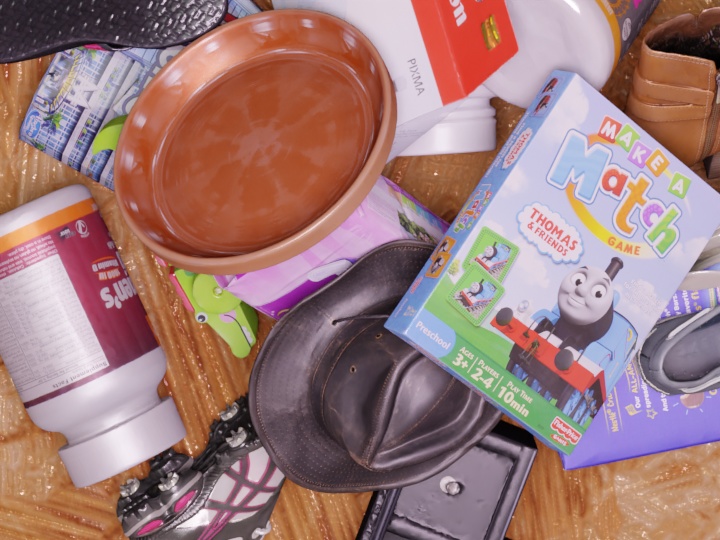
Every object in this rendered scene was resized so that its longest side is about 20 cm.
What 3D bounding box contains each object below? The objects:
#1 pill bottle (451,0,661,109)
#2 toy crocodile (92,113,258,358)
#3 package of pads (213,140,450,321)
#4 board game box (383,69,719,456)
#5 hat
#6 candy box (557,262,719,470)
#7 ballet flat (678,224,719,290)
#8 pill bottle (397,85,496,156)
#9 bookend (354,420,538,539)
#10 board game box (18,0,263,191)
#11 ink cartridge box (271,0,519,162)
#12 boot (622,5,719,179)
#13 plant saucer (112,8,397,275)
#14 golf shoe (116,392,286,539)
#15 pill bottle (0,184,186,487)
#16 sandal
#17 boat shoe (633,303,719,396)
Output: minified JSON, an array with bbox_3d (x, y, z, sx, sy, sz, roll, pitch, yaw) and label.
[{"bbox_3d":[0.152,-0.207,1.312,0.116,0.116,0.200,36,51,-1],"label":"pill bottle"},{"bbox_3d":[-0.125,-0.024,1.370,0.061,0.068,0.201,-21,119,9],"label":"toy crocodile"},{"bbox_3d":[0.000,0.000,1.339,0.120,0.076,0.200,-34,137,23],"label":"package of pads"},{"bbox_3d":[0.130,-0.004,1.244,0.151,0.037,0.200,36,83,-23],"label":"board game box"},{"bbox_3d":[0.030,0.085,1.280,0.200,0.081,0.201,-8,119,-16],"label":"hat"},{"bbox_3d":[0.224,0.040,1.392,0.199,0.077,0.170,-11,93,1],"label":"candy box"},{"bbox_3d":[0.266,-0.027,1.313,0.199,0.069,0.070,-20,93,6],"label":"ballet flat"},{"bbox_3d":[0.053,-0.184,1.367,0.109,0.109,0.201,-3,94,3],"label":"pill bottle"},{"bbox_3d":[0.100,0.202,1.404,0.199,0.092,0.200,22,95,0],"label":"bookend"},{"bbox_3d":[-0.121,-0.135,1.403,0.199,0.062,0.201,29,95,1],"label":"board game box"},{"bbox_3d":[0.016,-0.172,1.283,0.047,0.200,0.161,-7,74,-32],"label":"ink cartridge box"},{"bbox_3d":[0.194,-0.098,1.301,0.199,0.155,0.077,-16,60,-3],"label":"boot"},{"bbox_3d":[-0.068,-0.083,1.266,0.199,0.032,0.201,-12,56,17],"label":"plant saucer"},{"bbox_3d":[-0.085,0.150,1.429,0.200,0.077,0.088,-34,112,7],"label":"golf shoe"},{"bbox_3d":[-0.208,0.048,1.398,0.109,0.110,0.201,-25,93,4],"label":"pill bottle"},{"bbox_3d":[-0.184,-0.186,1.356,0.199,0.045,0.076,-6,88,19],"label":"sandal"},{"bbox_3d":[0.288,0.041,1.321,0.199,0.062,0.073,-16,93,2],"label":"boat shoe"}]
